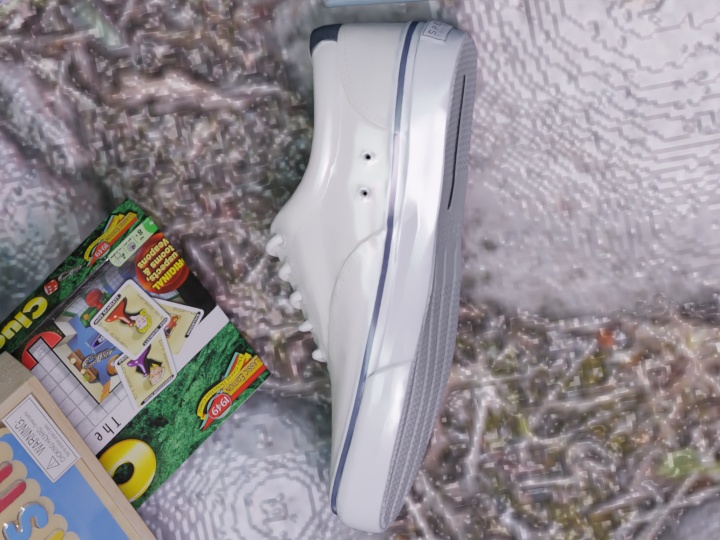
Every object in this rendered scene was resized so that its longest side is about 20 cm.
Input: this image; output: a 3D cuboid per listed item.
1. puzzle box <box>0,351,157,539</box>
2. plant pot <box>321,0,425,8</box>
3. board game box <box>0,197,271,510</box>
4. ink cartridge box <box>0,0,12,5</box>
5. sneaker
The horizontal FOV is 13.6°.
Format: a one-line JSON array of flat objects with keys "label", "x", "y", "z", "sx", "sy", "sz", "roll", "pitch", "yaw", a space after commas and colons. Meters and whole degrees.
[{"label": "puzzle box", "x": -0.134, "y": 0.142, "z": 1.169, "sx": 0.133, "sy": 0.025, "sz": 0.200, "roll": -42, "pitch": 130, "yaw": -12}, {"label": "plant pot", "x": 0.087, "y": -0.198, "z": 1.077, "sx": 0.199, "sy": 0.196, "sz": 0.198, "roll": 2, "pitch": 101, "yaw": 0}, {"label": "board game box", "x": -0.131, "y": 0.076, "z": 1.172, "sx": 0.200, "sy": 0.023, "sz": 0.105, "roll": -46, "pitch": 135, "yaw": -9}, {"label": "ink cartridge box", "x": -0.195, "y": -0.206, "z": 1.130, "sx": 0.199, "sy": 0.147, "sz": 0.147, "roll": 27, "pitch": 103, "yaw": 2}, {"label": "sneaker", "x": 0.000, "y": 0.000, "z": 1.187, "sx": 0.070, "sy": 0.073, "sz": 0.201, "roll": 8, "pitch": 93, "yaw": 16}]
